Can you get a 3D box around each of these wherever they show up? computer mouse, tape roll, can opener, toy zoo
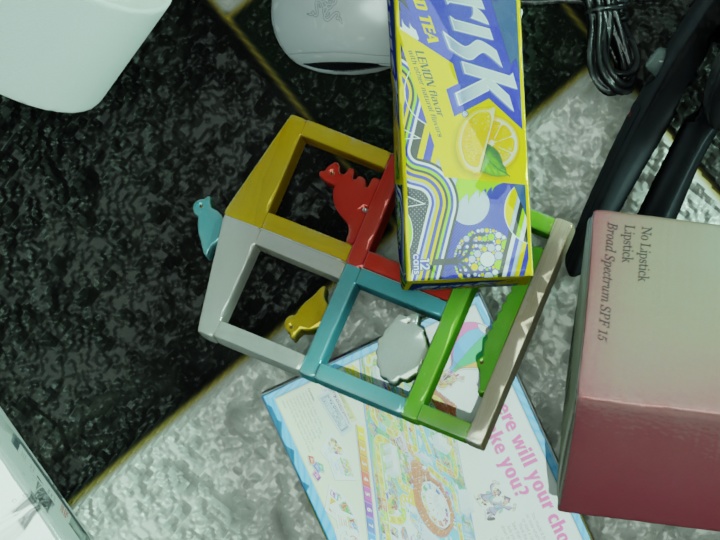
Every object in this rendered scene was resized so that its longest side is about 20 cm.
[{"bbox_3d":[0.050,-0.142,1.564,0.198,0.044,0.111,-5,92,2],"label":"computer mouse"},{"bbox_3d":[-0.195,-0.172,1.491,0.202,0.202,0.071,38,108,1],"label":"tape roll"},{"bbox_3d":[0.166,-0.075,1.541,0.063,0.079,0.201,36,115,9],"label":"can opener"},{"bbox_3d":[0.000,0.000,1.557,0.199,0.020,0.132,22,82,12],"label":"toy zoo"}]

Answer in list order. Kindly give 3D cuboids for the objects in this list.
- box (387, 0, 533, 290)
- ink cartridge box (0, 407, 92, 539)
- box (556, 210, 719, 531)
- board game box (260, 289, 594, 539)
[{"bbox_3d":[0.051,-0.092,1.508,0.069,0.064,0.202,-2,85,-3],"label":"box"},{"bbox_3d":[-0.232,0.152,1.563,0.145,0.085,0.201,-35,88,3],"label":"ink cartridge box"},{"bbox_3d":[0.207,0.059,1.505,0.198,0.109,0.129,6,52,2],"label":"box"},{"bbox_3d":[0.047,0.130,1.576,0.134,0.034,0.201,-24,90,3],"label":"board game box"}]
